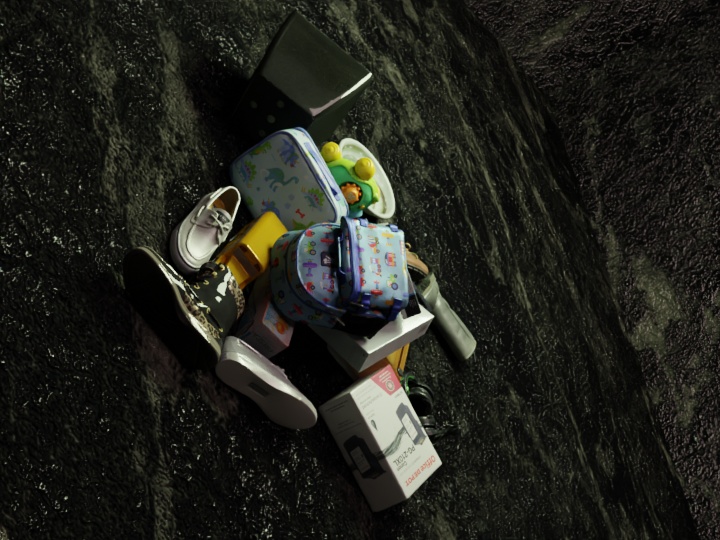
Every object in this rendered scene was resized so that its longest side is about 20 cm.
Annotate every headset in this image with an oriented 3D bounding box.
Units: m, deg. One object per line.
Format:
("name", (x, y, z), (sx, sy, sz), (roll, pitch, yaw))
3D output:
("headset", (0.123, 0.272, 1.721), (0.200, 0.093, 0.124), (58, 22, -47))

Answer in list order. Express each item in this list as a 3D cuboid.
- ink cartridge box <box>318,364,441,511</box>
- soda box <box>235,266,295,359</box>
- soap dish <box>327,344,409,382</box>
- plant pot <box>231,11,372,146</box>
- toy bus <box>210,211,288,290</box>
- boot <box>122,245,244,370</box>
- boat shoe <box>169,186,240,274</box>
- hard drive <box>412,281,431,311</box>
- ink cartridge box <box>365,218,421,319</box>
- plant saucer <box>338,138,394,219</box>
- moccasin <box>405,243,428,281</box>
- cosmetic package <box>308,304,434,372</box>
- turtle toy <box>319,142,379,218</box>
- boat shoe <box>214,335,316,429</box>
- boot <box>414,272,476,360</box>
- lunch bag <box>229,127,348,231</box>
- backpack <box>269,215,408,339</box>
("ink cartridge box", (0.036, 0.285, 1.552), (0.145, 0.084, 0.201), (-26, 88, -56))
("soda box", (-0.143, 0.055, 1.490), (0.064, 0.068, 0.201), (46, 30, -22))
("soap dish", (0.024, 0.124, 1.704), (0.158, 0.081, 0.200), (50, 29, -20))
("plant pot", (-0.130, -0.331, 1.731), (0.199, 0.200, 0.178), (38, 44, -5))
("toy bus", (-0.183, -0.026, 1.479), (0.065, 0.078, 0.200), (54, 22, -12))
("boot", (-0.250, 0.029, 1.320), (0.200, 0.073, 0.151), (54, 27, -14))
("boat shoe", (-0.239, -0.071, 1.440), (0.071, 0.070, 0.200), (50, 31, -19))
("hard drive", (0.037, 0.024, 1.780), (0.200, 0.135, 0.042), (51, 55, -14))
("ink cartridge box", (0.057, -0.012, 1.607), (0.200, 0.039, 0.100), (-111, 180, -53))
("plant saucer", (-0.001, -0.195, 2.010), (0.200, 0.050, 0.201), (43, 31, -34))
("moccasin", (0.075, -0.032, 1.970), (0.201, 0.073, 0.078), (24, 51, -36))
("cosmetic package", (0.013, 0.081, 1.592), (0.151, 0.052, 0.200), (42, 38, 20))
("turtle toy", (-0.053, -0.171, 1.766), (0.101, 0.199, 0.146), (-60, 163, -16))
("boat shoe", (-0.142, 0.171, 1.390), (0.200, 0.072, 0.069), (36, 34, -26))
("boot", (0.179, 0.116, 2.020), (0.201, 0.072, 0.182), (64, 27, -9))
("lunch bag", (-0.123, -0.143, 1.616), (0.201, 0.160, 0.082), (58, 24, -2))
("backpack", (-0.039, 0.001, 1.450), (0.199, 0.134, 0.184), (13, 63, -24))
